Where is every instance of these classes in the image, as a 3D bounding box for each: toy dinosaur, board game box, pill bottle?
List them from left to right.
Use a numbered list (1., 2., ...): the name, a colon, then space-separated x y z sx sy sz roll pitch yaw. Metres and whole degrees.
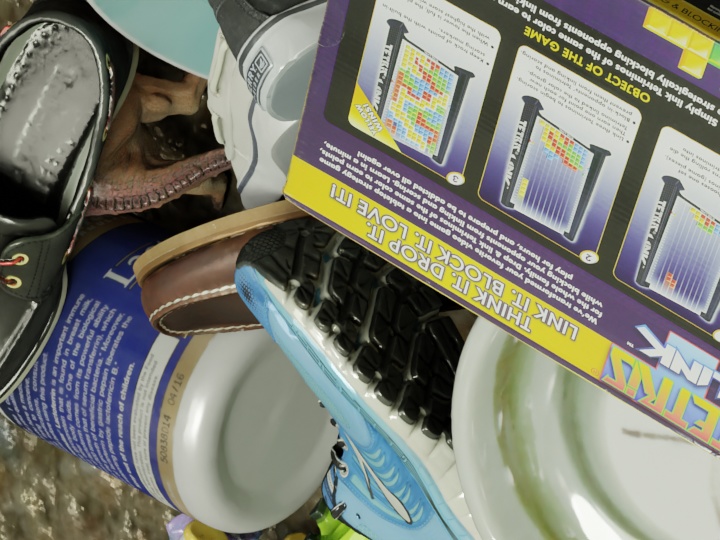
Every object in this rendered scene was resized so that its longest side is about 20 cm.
1. toy dinosaur: -0.140 -0.065 1.337 0.200 0.135 0.086 32 124 31
2. pill bottle: -0.107 0.036 1.354 0.199 0.115 0.116 22 119 36
3. board game box: 0.080 -0.048 0.989 0.199 0.057 0.166 32 138 15

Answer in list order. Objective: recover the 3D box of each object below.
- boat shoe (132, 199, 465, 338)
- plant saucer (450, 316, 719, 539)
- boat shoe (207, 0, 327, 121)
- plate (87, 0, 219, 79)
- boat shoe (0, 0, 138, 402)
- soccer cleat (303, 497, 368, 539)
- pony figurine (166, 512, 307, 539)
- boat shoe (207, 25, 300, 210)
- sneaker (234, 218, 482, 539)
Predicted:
1. boat shoe: 0.000 0.000 1.219 0.199 0.070 0.071 -16 76 18
2. plant saucer: 0.132 0.069 1.097 0.199 0.050 0.201 13 118 26
3. boat shoe: 0.033 -0.115 1.118 0.068 0.198 0.074 60 155 24
4. plate: -0.024 -0.135 1.195 0.200 0.200 0.026 -28 45 45
5. boat shoe: -0.157 -0.026 1.276 0.073 0.063 0.202 24 104 5
6. soccer cleat: 0.053 0.084 1.263 0.081 0.068 0.200 35 123 -9
7. pony figurine: -0.088 0.203 1.384 0.193 0.166 0.200 40 122 9
8. boat shoe: -0.033 -0.070 1.213 0.066 0.072 0.200 57 177 9
9. sneaker: 0.007 0.071 1.183 0.090 0.078 0.200 -28 108 32
